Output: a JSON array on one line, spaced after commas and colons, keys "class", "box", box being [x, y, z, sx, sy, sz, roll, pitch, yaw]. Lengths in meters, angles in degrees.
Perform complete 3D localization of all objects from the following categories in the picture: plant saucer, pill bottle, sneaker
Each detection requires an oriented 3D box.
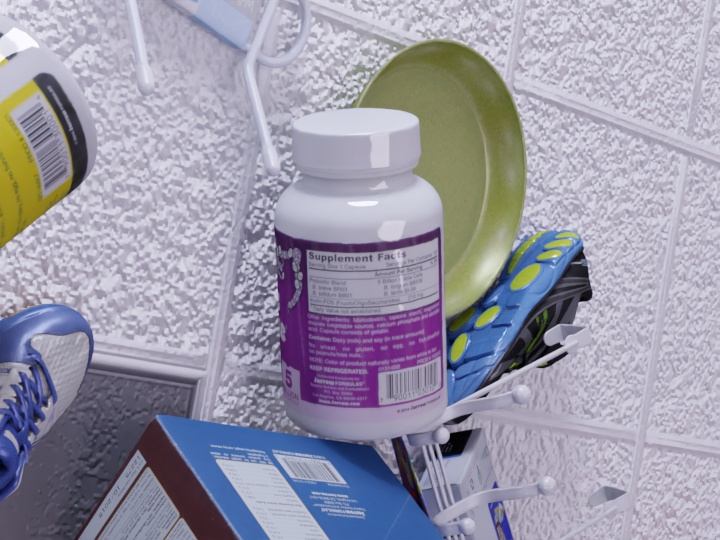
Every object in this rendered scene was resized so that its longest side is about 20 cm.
[{"class": "plant saucer", "box": [0.045, -0.065, 1.377, 0.200, 0.031, 0.201, -8, 101, -46]}, {"class": "pill bottle", "box": [-0.244, -0.041, 1.014, 0.200, 0.114, 0.115, -43, 123, -35]}, {"class": "sneaker", "box": [-0.207, 0.095, 1.089, 0.200, 0.088, 0.075, -48, 124, -33]}, {"class": "pill bottle", "box": [0.000, 0.000, 1.253, 0.112, 0.112, 0.201, -17, 111, -44]}, {"class": "sneaker", "box": [0.118, 0.050, 1.438, 0.200, 0.071, 0.083, -46, 119, -36]}]

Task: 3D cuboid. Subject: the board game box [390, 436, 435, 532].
[{"class": "board game box", "box": [0.030, 0.196, 1.327, 0.039, 0.158, 0.201, -17, 121, -4]}]

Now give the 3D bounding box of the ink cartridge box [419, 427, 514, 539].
[{"class": "ink cartridge box", "box": [0.092, 0.227, 1.415, 0.099, 0.039, 0.201, -55, 130, -67]}]

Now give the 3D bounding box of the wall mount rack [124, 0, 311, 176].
[{"class": "wall mount rack", "box": [-0.086, -0.163, 1.194, 0.200, 0.074, 0.174, 31, 73, -43]}]

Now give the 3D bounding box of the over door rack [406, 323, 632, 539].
[{"class": "over door rack", "box": [0.125, 0.138, 1.347, 0.200, 0.066, 0.148, -29, 109, -44]}]

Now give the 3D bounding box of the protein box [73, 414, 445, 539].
[{"class": "protein box", "box": [-0.041, 0.211, 1.168, 0.198, 0.200, 0.135, 13, 118, -46]}]
